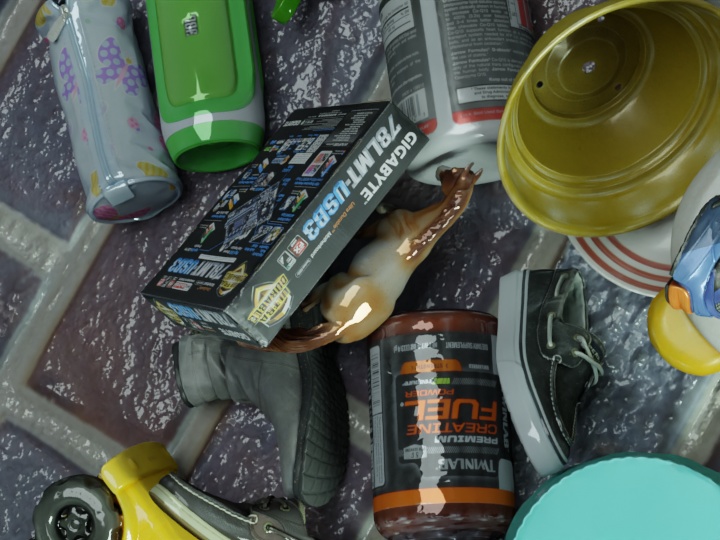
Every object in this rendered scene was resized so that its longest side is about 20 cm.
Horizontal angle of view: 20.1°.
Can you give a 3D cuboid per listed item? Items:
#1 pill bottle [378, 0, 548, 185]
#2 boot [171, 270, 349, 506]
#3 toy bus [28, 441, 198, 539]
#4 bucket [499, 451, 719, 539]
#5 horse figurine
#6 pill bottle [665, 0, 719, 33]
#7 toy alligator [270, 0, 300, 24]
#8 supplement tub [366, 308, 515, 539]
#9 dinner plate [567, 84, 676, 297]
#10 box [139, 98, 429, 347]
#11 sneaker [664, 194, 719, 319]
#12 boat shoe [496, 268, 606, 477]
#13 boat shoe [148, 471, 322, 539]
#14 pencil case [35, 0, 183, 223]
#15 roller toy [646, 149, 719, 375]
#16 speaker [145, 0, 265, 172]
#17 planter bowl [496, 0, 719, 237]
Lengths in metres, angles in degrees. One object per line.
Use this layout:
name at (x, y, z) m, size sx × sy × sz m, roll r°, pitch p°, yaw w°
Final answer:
pill bottle at (0.076, -0.175, 1.550) m, size 0.116 × 0.116 × 0.200 m, roll -13°, pitch 73°, yaw 20°
boot at (-0.081, 0.096, 1.588) m, size 0.132 × 0.070 × 0.200 m, roll -10°, pitch 62°, yaw 22°
toy bus at (-0.189, 0.259, 1.568) m, size 0.200 × 0.136 × 0.192 m, roll -41°, pitch 82°, yaw 12°
bucket at (0.188, 0.217, 1.376) m, size 0.207 × 0.135 × 0.207 m, roll -1°, pitch 83°, yaw 9°
horse figurine at (0.000, 0.000, 1.504) m, size 0.200 × 0.050 × 0.133 m, roll -49°, pitch 29°, yaw -20°
pill bottle at (0.247, -0.278, 1.499) m, size 0.112 × 0.112 × 0.200 m, roll -24°, pitch 64°, yaw 16°
toy alligator at (-0.026, -0.293, 1.658) m, size 0.200 × 0.059 × 0.054 m, roll -63°, pitch 24°, yaw -1°
supplement tub at (0.060, 0.134, 1.491) m, size 0.107 × 0.107 × 0.200 m, roll -8°, pitch 75°, yaw 21°
dinner plate at (0.242, -0.075, 1.508) m, size 0.200 × 0.024 × 0.200 m, roll -5°, pitch 76°, yaw 23°
box at (-0.060, -0.038, 1.523) m, size 0.199 × 0.050 × 0.200 m, roll -53°, pitch 20°, yaw -13°
sneaker at (0.271, -0.053, 1.299) m, size 0.078 × 0.075 × 0.200 m, roll 27°, pitch 96°, yaw 14°
boat shoe at (0.139, 0.061, 1.455) m, size 0.071 × 0.072 × 0.200 m, roll -18°, pitch 39°, yaw 14°
boat shoe at (-0.064, 0.198, 1.511) m, size 0.200 × 0.073 × 0.065 m, roll 34°, pitch 84°, yaw -17°
pencil case at (-0.209, -0.138, 1.677) m, size 0.083 × 0.091 × 0.200 m, roll -17°, pitch 72°, yaw -2°
roller toy at (0.303, -0.011, 1.384) m, size 0.200 × 0.140 × 0.183 m, roll 6°, pitch 86°, yaw 13°
speaker at (-0.129, -0.186, 1.658) m, size 0.088 × 0.088 × 0.200 m, roll -15°, pitch 73°, yaw 20°
planter bowl at (0.177, -0.128, 1.454) m, size 0.200 × 0.200 × 0.083 m, roll -39°, pitch 40°, yaw 11°
